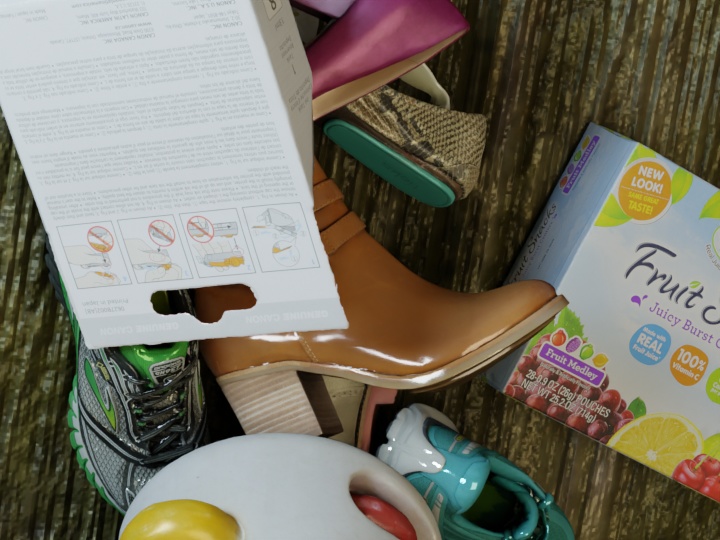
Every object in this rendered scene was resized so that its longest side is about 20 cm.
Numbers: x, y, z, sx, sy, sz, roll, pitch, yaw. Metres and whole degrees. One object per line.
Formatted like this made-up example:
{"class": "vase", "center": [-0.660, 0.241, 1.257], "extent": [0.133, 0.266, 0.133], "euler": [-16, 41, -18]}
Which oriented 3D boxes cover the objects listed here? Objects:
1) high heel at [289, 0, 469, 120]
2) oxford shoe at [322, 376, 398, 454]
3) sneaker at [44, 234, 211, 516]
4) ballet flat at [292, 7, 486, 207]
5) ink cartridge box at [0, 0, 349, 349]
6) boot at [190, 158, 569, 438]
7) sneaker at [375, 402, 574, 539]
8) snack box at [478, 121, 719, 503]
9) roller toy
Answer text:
{"class": "high heel", "center": [-0.027, -0.071, 1.346], "extent": [0.096, 0.067, 0.200], "euler": [28, 97, 4]}
{"class": "oxford shoe", "center": [-0.027, 0.097, 1.488], "extent": [0.075, 0.070, 0.200], "euler": [16, 96, -3]}
{"class": "sneaker", "center": [-0.123, 0.060, 1.415], "extent": [0.078, 0.085, 0.200], "euler": [-21, 113, -17]}
{"class": "ballet flat", "center": [-0.017, -0.105, 1.429], "extent": [0.200, 0.068, 0.075], "euler": [25, 73, -19]}
{"class": "ink cartridge box", "center": [-0.095, -0.062, 1.307], "extent": [0.050, 0.161, 0.200], "euler": [-56, 135, -52]}
{"class": "boot", "center": [0.000, 0.000, 1.413], "extent": [0.200, 0.074, 0.155], "euler": [-22, 83, 3]}
{"class": "sneaker", "center": [0.078, 0.146, 1.507], "extent": [0.200, 0.080, 0.078], "euler": [38, 78, -54]}
{"class": "snack box", "center": [0.186, 0.030, 1.552], "extent": [0.200, 0.068, 0.169], "euler": [28, 92, -28]}
{"class": "roller toy", "center": [-0.043, 0.191, 1.386], "extent": [0.182, 0.140, 0.200], "euler": [4, 131, -4]}
